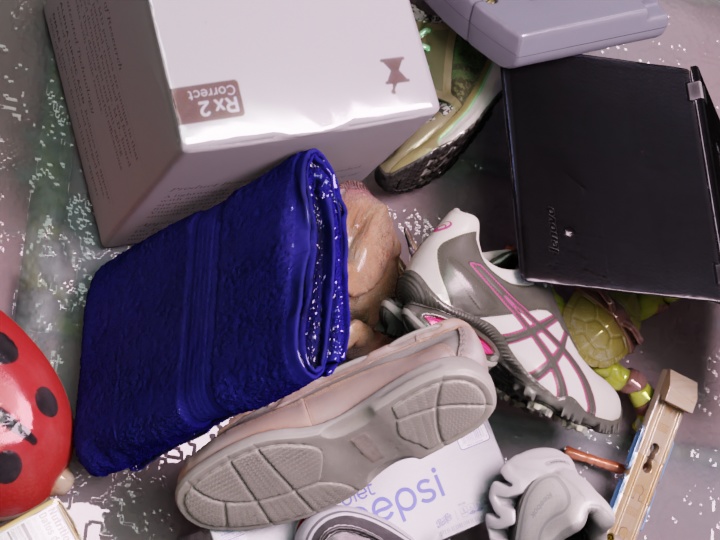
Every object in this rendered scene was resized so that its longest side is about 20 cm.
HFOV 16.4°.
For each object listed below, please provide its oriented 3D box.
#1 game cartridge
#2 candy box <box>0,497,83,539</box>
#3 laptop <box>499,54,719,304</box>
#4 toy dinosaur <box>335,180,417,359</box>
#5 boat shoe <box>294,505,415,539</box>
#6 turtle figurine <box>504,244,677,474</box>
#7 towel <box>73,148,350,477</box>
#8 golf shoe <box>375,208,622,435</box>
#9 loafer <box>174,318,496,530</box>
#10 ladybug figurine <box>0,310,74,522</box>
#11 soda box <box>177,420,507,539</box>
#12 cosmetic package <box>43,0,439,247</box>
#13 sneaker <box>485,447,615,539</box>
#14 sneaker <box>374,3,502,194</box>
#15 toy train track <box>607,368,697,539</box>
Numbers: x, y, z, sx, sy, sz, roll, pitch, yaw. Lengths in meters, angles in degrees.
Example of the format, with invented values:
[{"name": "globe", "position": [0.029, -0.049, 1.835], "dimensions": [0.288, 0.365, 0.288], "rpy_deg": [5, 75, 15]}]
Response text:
[{"name": "game cartridge", "position": [0.095, -0.206, 1.631], "dimensions": [0.132, 0.042, 0.200], "rpy_deg": [-16, 48, -21]}, {"name": "candy box", "position": [-0.254, 0.203, 1.394], "dimensions": [0.199, 0.117, 0.057], "rpy_deg": [-27, 86, -26]}, {"name": "laptop", "position": [0.180, -0.029, 1.593], "dimensions": [0.115, 0.200, 0.188], "rpy_deg": [-14, 52, 16]}, {"name": "toy dinosaur", "position": [0.000, 0.000, 1.533], "dimensions": [0.135, 0.201, 0.086], "rpy_deg": [-34, 48, -28]}, {"name": "boat shoe", "position": [0.042, 0.217, 1.461], "dimensions": [0.070, 0.066, 0.200], "rpy_deg": [-41, 101, -12]}, {"name": "turtle figurine", "position": [0.152, 0.020, 1.626], "dimensions": [0.200, 0.064, 0.161], "rpy_deg": [45, 65, -5]}, {"name": "towel", "position": [-0.085, 0.030, 1.451], "dimensions": [0.049, 0.199, 0.148], "rpy_deg": [29, 50, -37]}, {"name": "golf shoe", "position": [0.103, 0.039, 1.525], "dimensions": [0.200, 0.077, 0.088], "rpy_deg": [32, 81, -39]}, {"name": "loafer", "position": [-0.015, 0.089, 1.448], "dimensions": [0.072, 0.199, 0.063], "rpy_deg": [57, 16, -37]}, {"name": "ladybug figurine", "position": [-0.249, 0.069, 1.456], "dimensions": [0.199, 0.072, 0.136], "rpy_deg": [32, 67, -10]}, {"name": "soda box", "position": [-0.006, 0.154, 1.528], "dimensions": [0.199, 0.068, 0.064], "rpy_deg": [-20, 85, -24]}, {"name": "cosmetic package", "position": [-0.077, -0.129, 1.503], "dimensions": [0.164, 0.200, 0.166], "rpy_deg": [-10, 78, -23]}, {"name": "sneaker", "position": [0.112, 0.213, 1.518], "dimensions": [0.075, 0.081, 0.201], "rpy_deg": [-7, 111, -31]}, {"name": "sneaker", "position": [0.053, -0.132, 1.635], "dimensions": [0.088, 0.077, 0.200], "rpy_deg": [35, 59, 3]}, {"name": "toy train track", "position": [0.175, 0.160, 1.592], "dimensions": [0.114, 0.032, 0.201], "rpy_deg": [26, 79, -24]}]
